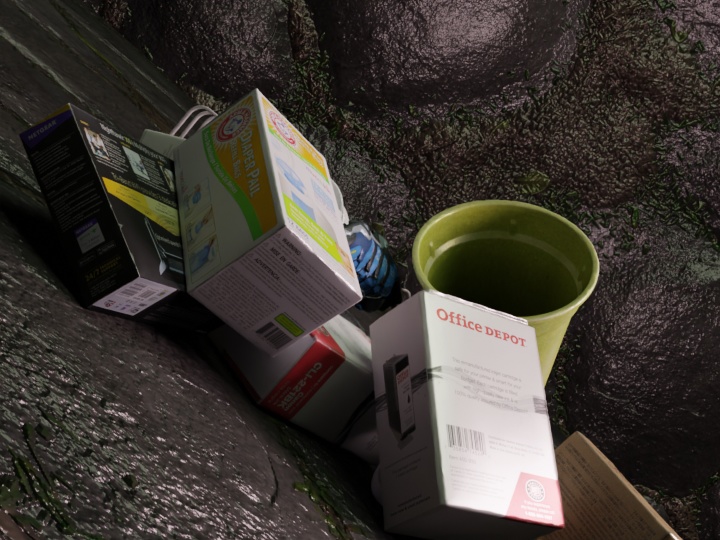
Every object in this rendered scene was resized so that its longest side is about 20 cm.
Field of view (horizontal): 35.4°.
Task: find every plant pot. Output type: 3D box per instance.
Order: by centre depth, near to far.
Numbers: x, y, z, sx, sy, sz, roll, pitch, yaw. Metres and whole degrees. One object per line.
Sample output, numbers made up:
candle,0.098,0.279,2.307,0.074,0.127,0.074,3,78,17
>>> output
plant pot,0.154,0.053,1.265,0.200,0.200,0.185,46,-31,39

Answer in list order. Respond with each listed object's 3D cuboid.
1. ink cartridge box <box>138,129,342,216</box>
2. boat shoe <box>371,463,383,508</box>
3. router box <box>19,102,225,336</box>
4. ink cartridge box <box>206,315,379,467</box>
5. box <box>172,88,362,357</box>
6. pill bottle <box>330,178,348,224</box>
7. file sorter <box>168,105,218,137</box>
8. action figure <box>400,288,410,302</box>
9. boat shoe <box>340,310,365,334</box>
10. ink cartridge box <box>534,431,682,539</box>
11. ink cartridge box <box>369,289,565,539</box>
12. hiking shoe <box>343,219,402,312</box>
ink cartridge box,-0.140,-0.073,1.233,0.199,0.085,0.146,14,-13,23
boat shoe,0.069,0.202,1.089,0.075,0.086,0.202,42,34,20
router box,-0.184,-0.035,0.940,0.158,0.052,0.200,65,12,17
ink cartridge box,-0.043,0.090,1.083,0.200,0.084,0.144,35,8,-46
box,-0.085,-0.045,0.976,0.112,0.101,0.200,44,21,-38
pill bottle,-0.070,-0.036,1.399,0.114,0.114,0.200,44,-19,17
file sorter,-0.190,-0.129,1.515,0.124,0.139,0.200,40,4,6
action figure,0.053,0.119,1.320,0.149,0.134,0.200,44,7,2
boat shoe,-0.082,0.032,1.206,0.202,0.075,0.065,35,-17,-4
ink cartridge box,0.200,0.264,1.033,0.075,0.165,0.200,43,5,-22
ink cartridge box,0.092,0.136,1.010,0.146,0.083,0.201,18,53,-33
hiking shoe,0.000,0.000,1.201,0.087,0.074,0.200,63,19,12
